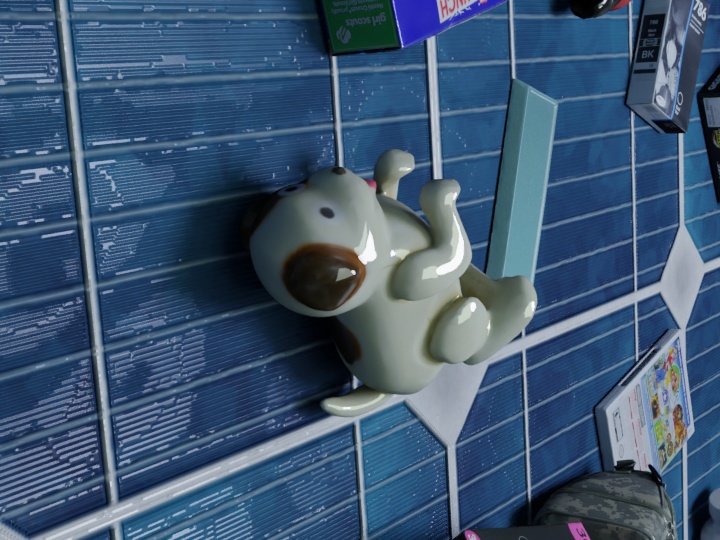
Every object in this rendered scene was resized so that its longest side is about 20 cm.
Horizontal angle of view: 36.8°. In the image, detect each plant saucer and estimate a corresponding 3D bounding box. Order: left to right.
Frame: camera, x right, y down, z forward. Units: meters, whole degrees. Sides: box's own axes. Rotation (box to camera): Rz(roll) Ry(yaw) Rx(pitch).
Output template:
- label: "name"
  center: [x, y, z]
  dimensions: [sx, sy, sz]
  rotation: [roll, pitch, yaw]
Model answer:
- label: "plant saucer"
  center: [0.157, -0.077, 1.038]
  dimensions: [0.069, 0.019, 0.204]
  rotation: [14, 82, -49]

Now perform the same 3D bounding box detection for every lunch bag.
- label: "lunch bag"
  center: [0.257, 0.312, 1.110]
  dimensions: [0.167, 0.137, 0.204]
  rotation: [-16, 107, -64]

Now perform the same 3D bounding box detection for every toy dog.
- label: "toy dog"
  center: [0.000, 0.000, 0.795]
  dimensions: [0.194, 0.140, 0.199]
  rotation: [-44, 137, 9]

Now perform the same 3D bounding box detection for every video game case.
- label: "video game case"
  center: [0.338, 0.177, 1.272]
  dimensions: [0.199, 0.018, 0.146]
  rotation: [-33, 117, -42]

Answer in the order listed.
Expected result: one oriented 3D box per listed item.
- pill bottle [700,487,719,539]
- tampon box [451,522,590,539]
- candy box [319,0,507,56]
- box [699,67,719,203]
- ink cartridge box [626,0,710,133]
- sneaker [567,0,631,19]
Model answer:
- label: "pill bottle"
  center: [0.501, 0.388, 1.417]
  dimensions: [0.104, 0.103, 0.204]
  rotation: [-27, 114, -44]
- label: "tampon box"
  center: [0.134, 0.314, 0.919]
  dimensions: [0.198, 0.126, 0.151]
  rotation: [11, 43, -49]
- label: "candy box"
  center: [0.033, -0.286, 0.828]
  dimensions: [0.168, 0.076, 0.203]
  rotation: [-33, 117, -44]
- label: "box"
  center: [0.514, -0.206, 1.419]
  dimensions: [0.200, 0.045, 0.161]
  rotation: [-46, 126, -37]
- label: "ink cartridge box"
  center: [0.356, -0.268, 1.236]
  dimensions: [0.099, 0.039, 0.204]
  rotation: [19, 78, -48]
- label: "sneaker"
  center: [0.212, -0.333, 1.036]
  dimensions: [0.098, 0.070, 0.203]
  rotation: [-45, 127, -39]
